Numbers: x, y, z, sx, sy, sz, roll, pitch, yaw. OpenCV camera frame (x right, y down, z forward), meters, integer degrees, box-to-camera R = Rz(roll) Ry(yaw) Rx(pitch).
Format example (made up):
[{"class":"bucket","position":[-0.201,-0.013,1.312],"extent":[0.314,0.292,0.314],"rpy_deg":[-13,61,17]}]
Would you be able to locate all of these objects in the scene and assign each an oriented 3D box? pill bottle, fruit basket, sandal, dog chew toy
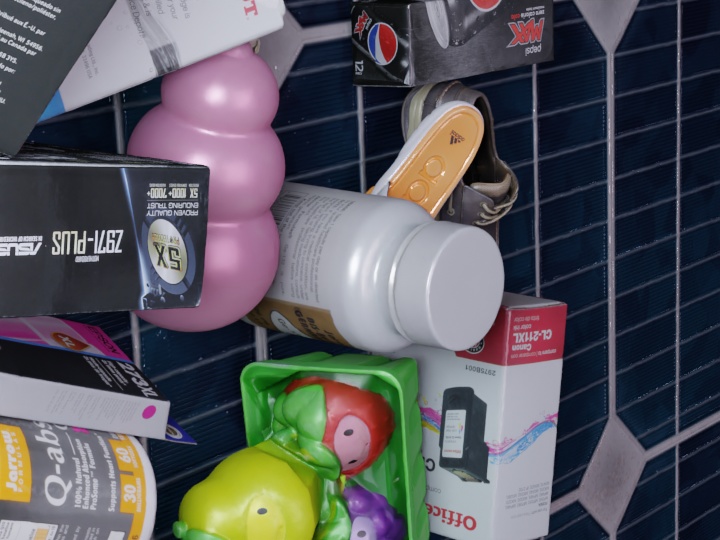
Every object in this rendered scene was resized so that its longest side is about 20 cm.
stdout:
[{"class":"pill bottle","position":[0.000,0.000,1.245],"extent":[0.114,0.200,0.114],"rpy_deg":[-13,108,-47]},{"class":"pill bottle","position":[-0.234,0.141,1.065],"extent":[0.200,0.116,0.116],"rpy_deg":[17,85,-50]},{"class":"fruit basket","position":[-0.038,0.170,1.293],"extent":[0.216,0.155,0.216],"rpy_deg":[3,90,-67]},{"class":"sandal","position":[0.040,-0.041,1.353],"extent":[0.079,0.059,0.207],"rpy_deg":[29,96,-36]},{"class":"dog chew toy","position":[-0.106,-0.062,1.145],"extent":[0.124,0.125,0.200],"rpy_deg":[-12,123,-48]}]

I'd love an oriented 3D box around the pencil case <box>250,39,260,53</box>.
[{"class":"pencil case","position":[-0.113,-0.244,1.157],"extent":[0.089,0.078,0.200],"rpy_deg":[-11,107,-25]}]

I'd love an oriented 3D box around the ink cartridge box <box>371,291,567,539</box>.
[{"class":"ink cartridge box","position":[0.085,0.117,1.411],"extent":[0.083,0.146,0.200],"rpy_deg":[-4,100,-48]}]

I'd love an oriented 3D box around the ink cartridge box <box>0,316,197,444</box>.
[{"class":"ink cartridge box","position":[-0.194,0.066,1.110],"extent":[0.200,0.095,0.037],"rpy_deg":[20,106,-51]}]

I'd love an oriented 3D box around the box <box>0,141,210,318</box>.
[{"class":"box","position":[-0.214,-0.030,0.986],"extent":[0.164,0.200,0.086],"rpy_deg":[-2,99,-50]}]

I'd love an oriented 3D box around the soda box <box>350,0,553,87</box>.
[{"class":"soda box","position":[0.079,-0.197,1.406],"extent":[0.200,0.063,0.071],"rpy_deg":[-18,111,-47]}]

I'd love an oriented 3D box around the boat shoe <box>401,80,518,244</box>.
[{"class":"boat shoe","position":[0.090,-0.066,1.436],"extent":[0.074,0.073,0.200],"rpy_deg":[-40,126,-37]}]

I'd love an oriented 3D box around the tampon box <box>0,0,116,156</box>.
[{"class":"tampon box","position":[-0.198,-0.193,0.869],"extent":[0.126,0.150,0.200],"rpy_deg":[23,110,-43]}]

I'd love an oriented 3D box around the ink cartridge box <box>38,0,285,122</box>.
[{"class":"ink cartridge box","position":[-0.165,-0.191,1.049],"extent":[0.200,0.084,0.145],"rpy_deg":[-24,117,-18]}]
